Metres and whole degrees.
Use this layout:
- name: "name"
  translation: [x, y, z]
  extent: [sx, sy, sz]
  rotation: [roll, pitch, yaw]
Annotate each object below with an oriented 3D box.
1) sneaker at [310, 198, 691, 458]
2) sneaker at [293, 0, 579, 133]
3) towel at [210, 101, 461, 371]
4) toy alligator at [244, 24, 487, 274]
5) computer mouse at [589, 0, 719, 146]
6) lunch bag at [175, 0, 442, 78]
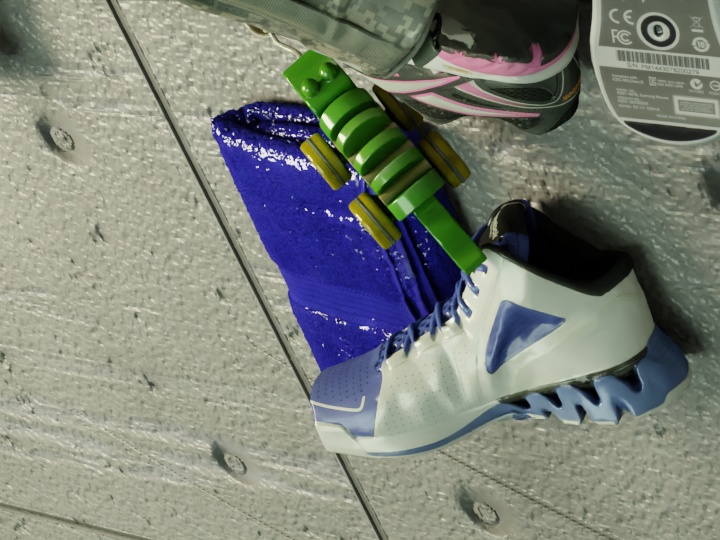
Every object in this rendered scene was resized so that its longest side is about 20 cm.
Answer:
- name: "sneaker"
  translation: [0.066, 0.024, 1.209]
  extent: [0.198, 0.081, 0.116]
  rotation: [-11, 112, 19]
- name: "sneaker"
  translation: [0.019, -0.111, 1.111]
  extent: [0.199, 0.080, 0.086]
  rotation: [26, 155, 33]
- name: "towel"
  translation: [0.000, 0.000, 1.293]
  extent: [0.147, 0.050, 0.201]
  rotation: [9, 135, 39]
- name: "toy alligator"
  translation: [-0.006, -0.078, 1.159]
  extent: [0.200, 0.059, 0.054]
  rotation: [51, -179, 19]
- name: "computer mouse"
  translation: [0.130, -0.144, 0.998]
  extent: [0.109, 0.044, 0.201]
  rotation: [9, 133, 24]
- name: "lunch bag"
  translation: [-0.047, -0.184, 0.964]
  extent: [0.199, 0.168, 0.139]
  rotation: [20, 150, -18]
